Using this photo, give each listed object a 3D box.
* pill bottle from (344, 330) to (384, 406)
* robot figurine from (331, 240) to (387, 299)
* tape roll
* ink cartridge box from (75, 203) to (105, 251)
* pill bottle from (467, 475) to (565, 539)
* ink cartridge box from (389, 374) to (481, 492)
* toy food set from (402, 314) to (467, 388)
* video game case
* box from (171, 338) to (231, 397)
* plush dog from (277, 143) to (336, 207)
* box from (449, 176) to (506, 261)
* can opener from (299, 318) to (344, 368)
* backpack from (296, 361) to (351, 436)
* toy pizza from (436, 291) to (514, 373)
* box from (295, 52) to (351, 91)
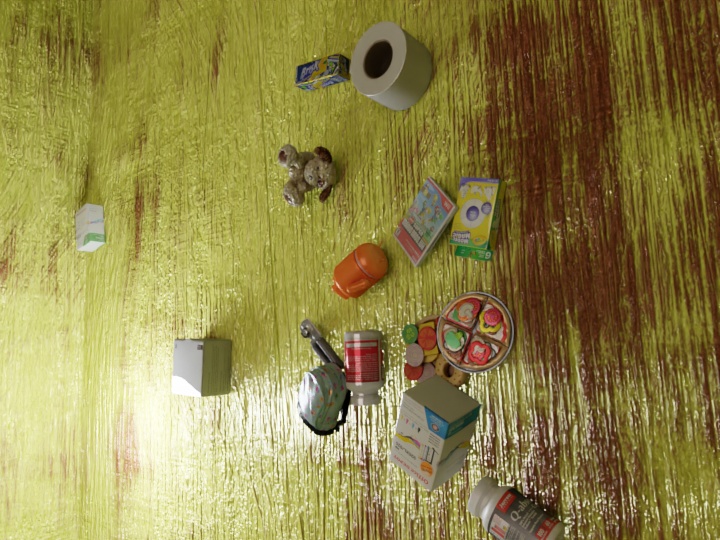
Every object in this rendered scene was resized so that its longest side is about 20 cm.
[{"bbox_3d":[0.011,0.274,1.567,0.111,0.111,0.205,-9,80,38],"label":"pill bottle"},{"bbox_3d":[0.000,0.001,1.602,0.199,0.143,0.118,-41,79,29],"label":"robot figurine"},{"bbox_3d":[0.088,-0.576,1.572,0.200,0.138,0.208,-5,82,40],"label":"tape roll"},{"bbox_3d":[-1.361,-0.215,2.788,0.143,0.087,0.205,-21,74,36],"label":"ink cartridge box"},{"bbox_3d":[0.348,0.564,1.251,0.198,0.115,0.118,27,102,38],"label":"pill bottle"},{"bbox_3d":[0.180,0.397,1.363,0.146,0.143,0.204,28,118,37],"label":"ink cartridge box"},{"bbox_3d":[0.192,0.220,1.461,0.195,0.048,0.205,-18,74,37],"label":"toy food set"},{"bbox_3d":[0.172,-0.132,1.505,0.202,0.017,0.144,-58,43,27],"label":"video game case"},{"bbox_3d":[-0.589,0.354,2.051,0.196,0.129,0.205,-3,83,40],"label":"box"},{"bbox_3d":[-0.153,-0.313,1.773,0.168,0.160,0.204,11,120,26],"label":"plush dog"},{"bbox_3d":[0.295,-0.131,1.413,0.116,0.048,0.205,11,94,41],"label":"box"},{"bbox_3d":[-0.116,0.231,1.725,0.201,0.066,0.054,49,115,17],"label":"can opener"},{"bbox_3d":[-0.111,0.373,1.636,0.166,0.125,0.203,40,125,29],"label":"backpack"},{"bbox_3d":[0.280,0.151,1.373,0.196,0.032,0.205,-8,73,26],"label":"toy pizza"},{"bbox_3d":[-0.124,-0.644,1.806,0.197,0.064,0.072,2,87,39],"label":"box"}]
